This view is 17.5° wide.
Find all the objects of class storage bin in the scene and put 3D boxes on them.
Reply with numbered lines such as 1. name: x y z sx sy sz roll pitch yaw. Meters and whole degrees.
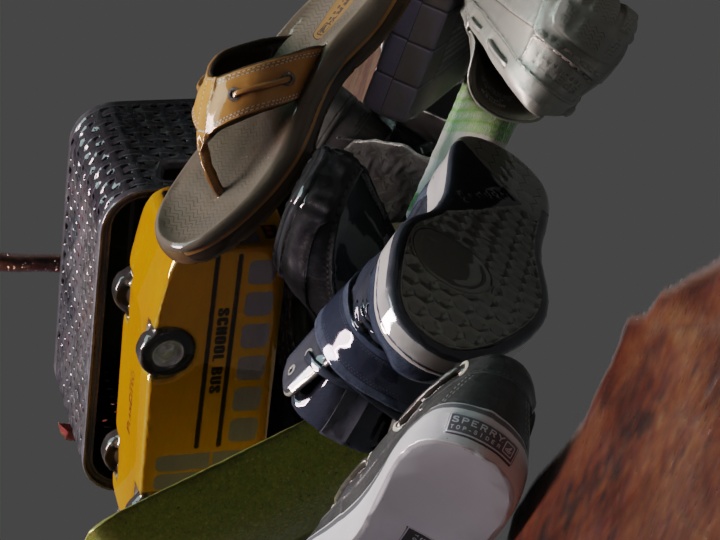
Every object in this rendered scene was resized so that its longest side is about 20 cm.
1. storage bin: -0.093 0.013 1.303 0.094 0.134 0.201 -117 29 -50

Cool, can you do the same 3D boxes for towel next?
1. towel: 0.085 -0.109 1.277 0.149 0.030 0.201 -142 76 -81

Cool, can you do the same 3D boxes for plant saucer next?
1. plant saucer: -0.074 0.164 1.256 0.199 0.048 0.200 -25 -23 -34

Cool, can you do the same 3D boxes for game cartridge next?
1. game cartridge: 0.051 -0.154 1.264 0.130 0.038 0.200 -64 -6 17

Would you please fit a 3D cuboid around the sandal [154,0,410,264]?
1. sandal: -0.044 -0.094 1.152 0.201 0.055 0.082 -54 32 -4

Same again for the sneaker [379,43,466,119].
1. sneaker: 0.064 -0.158 1.403 0.074 0.088 0.202 -38 -45 -49

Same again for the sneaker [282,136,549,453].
1. sneaker: 0.018 0.037 1.043 0.147 0.077 0.202 -54 2 24

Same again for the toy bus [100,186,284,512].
1. toy bus: -0.089 0.055 1.235 0.065 0.078 0.201 -120 30 -51

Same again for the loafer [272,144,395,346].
1. loafer: 0.000 0.000 1.175 0.068 0.070 0.201 -62 -15 -21

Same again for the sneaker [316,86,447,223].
1. sneaker: -0.001 -0.052 1.450 0.060 0.104 0.200 -55 -4 -29

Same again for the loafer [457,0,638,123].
1. loafer: 0.075 -0.107 1.109 0.070 0.070 0.200 -54 8 1

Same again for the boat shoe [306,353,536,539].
1. boat shoe: 0.019 0.106 0.959 0.200 0.068 0.057 -53 7 47

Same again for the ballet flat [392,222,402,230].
1. ballet flat: 0.006 0.009 1.328 0.200 0.069 0.070 168 124 -86

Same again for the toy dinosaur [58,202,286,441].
1. toy dinosaur: -0.072 0.011 1.402 0.181 0.105 0.201 -31 35 49
